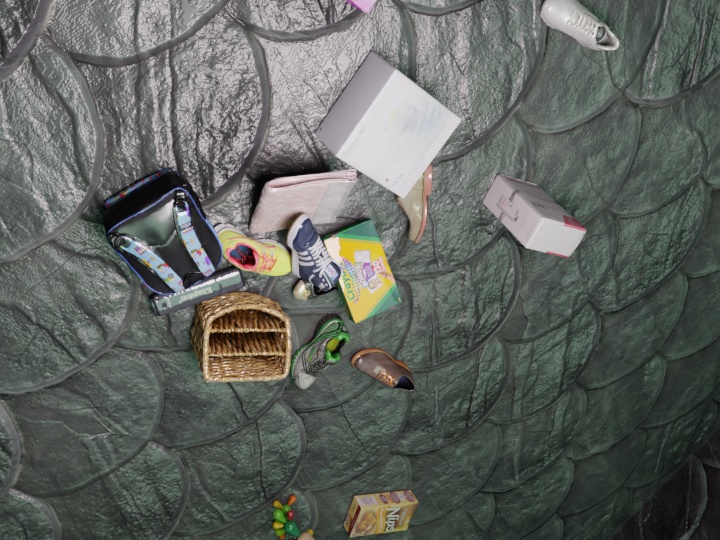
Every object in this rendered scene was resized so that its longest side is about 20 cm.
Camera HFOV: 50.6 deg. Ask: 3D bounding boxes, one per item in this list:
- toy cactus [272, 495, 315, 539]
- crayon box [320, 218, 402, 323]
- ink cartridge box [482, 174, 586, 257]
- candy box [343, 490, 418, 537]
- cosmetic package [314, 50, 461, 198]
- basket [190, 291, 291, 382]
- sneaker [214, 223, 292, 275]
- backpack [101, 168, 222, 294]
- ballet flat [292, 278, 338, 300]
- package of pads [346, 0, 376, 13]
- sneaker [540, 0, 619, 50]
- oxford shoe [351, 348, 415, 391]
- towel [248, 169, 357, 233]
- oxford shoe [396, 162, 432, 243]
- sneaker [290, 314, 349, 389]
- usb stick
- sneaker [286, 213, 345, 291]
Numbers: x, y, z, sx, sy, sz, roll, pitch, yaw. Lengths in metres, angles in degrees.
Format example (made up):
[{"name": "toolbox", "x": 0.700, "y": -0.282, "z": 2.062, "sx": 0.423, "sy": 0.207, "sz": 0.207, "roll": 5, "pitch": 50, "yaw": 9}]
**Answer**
[{"name": "toy cactus", "x": -0.166, "y": 0.701, "z": 2.052, "sx": 0.102, "sy": 0.165, "sz": 0.201, "roll": -39, "pitch": 139, "yaw": -26}, {"name": "crayon box", "x": 0.000, "y": 0.000, "z": 1.674, "sx": 0.118, "sy": 0.058, "sz": 0.201, "roll": -23, "pitch": 103, "yaw": -11}, {"name": "ink cartridge box", "x": 0.398, "y": -0.127, "z": 1.757, "sx": 0.146, "sy": 0.200, "sz": 0.083, "roll": 10, "pitch": 120, "yaw": -32}, {"name": "candy box", "x": 0.060, "y": 0.713, "z": 2.239, "sx": 0.199, "sy": 0.055, "sz": 0.116, "roll": 4, "pitch": 119, "yaw": -30}, {"name": "cosmetic package", "x": 0.055, "y": -0.287, "z": 1.520, "sx": 0.199, "sy": 0.123, "sz": 0.200, "roll": 27, "pitch": 106, "yaw": -36}, {"name": "basket", "x": -0.247, "y": 0.139, "z": 1.631, "sx": 0.199, "sy": 0.149, "sz": 0.143, "roll": 4, "pitch": 119, "yaw": -29}, {"name": "sneaker", "x": -0.217, "y": -0.025, "z": 1.574, "sx": 0.199, "sy": 0.090, "sz": 0.078, "roll": 20, "pitch": 109, "yaw": -38}, {"name": "backpack", "x": -0.364, "y": -0.064, "z": 1.440, "sx": 0.182, "sy": 0.135, "sz": 0.200, "roll": -33, "pitch": 130, "yaw": -4}, {"name": "ballet flat", "x": -0.057, "y": 0.023, "z": 1.711, "sx": 0.199, "sy": 0.057, "sz": 0.067, "roll": -19, "pitch": 129, "yaw": -16}, {"name": "package of pads", "x": 0.017, "y": -0.570, "z": 1.338, "sx": 0.120, "sy": 0.076, "sz": 0.201, "roll": 25, "pitch": 107, "yaw": -34}, {"name": "sneaker", "x": 0.464, "y": -0.522, "z": 1.604, "sx": 0.199, "sy": 0.081, "sz": 0.077, "roll": 14, "pitch": 115, "yaw": -32}, {"name": "oxford shoe", "x": 0.064, "y": 0.253, "z": 1.919, "sx": 0.199, "sy": 0.073, "sz": 0.072, "roll": 22, "pitch": 110, "yaw": -36}, {"name": "towel", "x": -0.117, "y": -0.134, "z": 1.522, "sx": 0.190, "sy": 0.032, "sz": 0.200, "roll": -10, "pitch": 161, "yaw": -22}, {"name": "oxford shoe", "x": 0.115, "y": -0.152, "z": 1.692, "sx": 0.073, "sy": 0.071, "sz": 0.201, "roll": 4, "pitch": 123, "yaw": 0}, {"name": "sneaker", "x": -0.097, "y": 0.202, "z": 1.793, "sx": 0.078, "sy": 0.085, "sz": 0.201, "roll": 19, "pitch": 112, "yaw": -36}, {"name": "usb stick", "x": -0.339, "y": 0.043, "z": 1.593, "sx": 0.199, "sy": 0.033, "sz": 0.056, "roll": -19, "pitch": 126, "yaw": -14}, {"name": "sneaker", "x": -0.089, "y": -0.031, "z": 1.566, "sx": 0.070, "sy": 0.108, "sz": 0.200, "roll": -50, "pitch": 161, "yaw": -26}]
